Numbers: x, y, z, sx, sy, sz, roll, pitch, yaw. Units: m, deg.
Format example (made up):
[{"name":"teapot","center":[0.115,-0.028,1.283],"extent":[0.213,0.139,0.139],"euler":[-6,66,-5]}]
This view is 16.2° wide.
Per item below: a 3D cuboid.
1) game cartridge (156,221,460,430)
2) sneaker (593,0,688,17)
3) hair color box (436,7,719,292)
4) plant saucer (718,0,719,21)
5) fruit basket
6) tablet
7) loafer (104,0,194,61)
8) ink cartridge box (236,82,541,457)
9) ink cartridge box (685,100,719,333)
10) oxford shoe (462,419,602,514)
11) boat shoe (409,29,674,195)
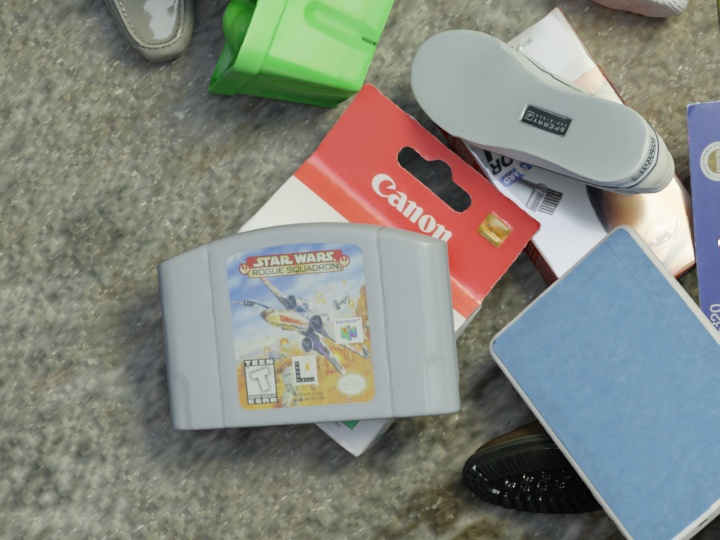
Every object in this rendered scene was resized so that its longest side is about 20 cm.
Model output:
[{"name":"game cartridge","center":[-0.037,0.035,1.689],"extent":[0.199,0.042,0.134],"euler":[-5,98,13]},{"name":"sneaker","center":[0.154,-0.261,1.763],"extent":[0.199,0.075,0.114],"euler":[27,86,8]},{"name":"hair color box","center":[0.147,-0.065,1.742],"extent":[0.111,0.064,0.200],"euler":[-35,84,-4]},{"name":"plant saucer","center":[0.352,-0.177,1.760],"extent":[0.198,0.048,0.201],"euler":[-4,81,1]},{"name":"fruit basket","center":[-0.069,-0.226,1.723],"extent":[0.214,0.155,0.217],"euler":[1,86,-12]},{"name":"tablet","center":[0.181,0.078,1.648],"extent":[0.130,0.014,0.200],"euler":[-42,58,10]},{"name":"loafer","center":[-0.163,-0.246,1.773],"extent":[0.070,0.070,0.201],"euler":[-17,82,-1]},{"name":"ink cartridge box","center":[0.000,0.000,1.716],"extent":[0.161,0.050,0.200],"euler":[39,106,7]},{"name":"ink cartridge box","center":[0.324,-0.025,1.699],"extent":[0.199,0.043,0.198],"euler":[-8,99,-12]},{"name":"oxford shoe","center":[0.164,0.109,1.712],"extent":[0.199,0.073,0.085],"euler":[-17,36,18]},{"name":"boat shoe","center":[0.127,-0.099,1.682],"extent":[0.201,0.086,0.075],"euler":[23,87,35]}]
